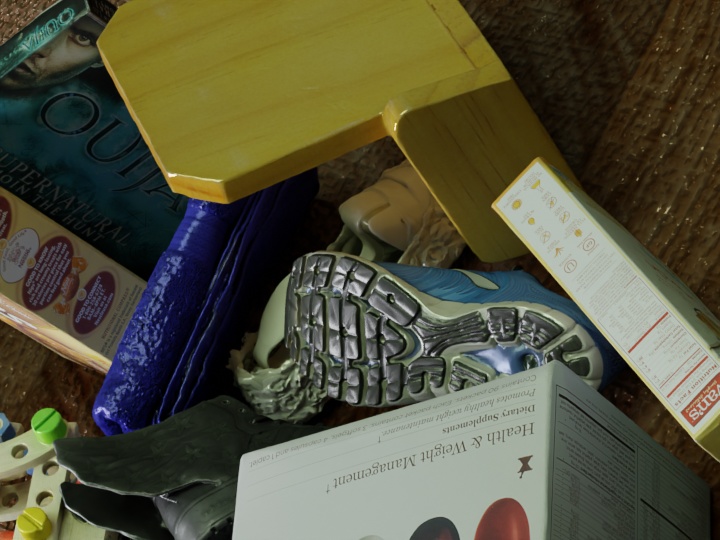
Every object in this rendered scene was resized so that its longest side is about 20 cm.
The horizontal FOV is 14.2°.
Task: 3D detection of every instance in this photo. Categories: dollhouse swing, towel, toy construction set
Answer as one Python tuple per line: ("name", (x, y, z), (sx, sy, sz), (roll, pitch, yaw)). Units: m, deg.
("dollhouse swing", (-0.009, -0.078, 1.534), (0.176, 0.182, 0.200), (-34, 44, 3))
("towel", (-0.079, 0.016, 1.607), (0.049, 0.148, 0.200), (23, 77, 12))
("toy construction set", (-0.198, 0.163, 1.635), (0.131, 0.092, 0.201), (-2, 67, 13))

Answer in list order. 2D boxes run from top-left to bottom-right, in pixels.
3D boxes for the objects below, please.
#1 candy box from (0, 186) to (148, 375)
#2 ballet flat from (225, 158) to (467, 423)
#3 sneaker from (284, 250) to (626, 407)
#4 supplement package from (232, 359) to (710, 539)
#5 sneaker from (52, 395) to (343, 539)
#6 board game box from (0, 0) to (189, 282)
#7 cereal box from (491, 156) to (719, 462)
("candy box", (-0.193, 0.001, 1.658), (0.115, 0.200, 0.055), (17, 76, 46))
("ballet flat", (0.000, 0.000, 1.586), (0.200, 0.072, 0.072), (-52, 42, 0))
("sneaker", (0.048, 0.035, 1.501), (0.200, 0.089, 0.079), (15, 103, 30))
("supplement package", (0.049, 0.181, 1.358), (0.191, 0.147, 0.201), (-19, 51, 32))
("sneaker", (-0.050, 0.097, 1.503), (0.199, 0.060, 0.104), (-21, 41, -20))
("board game box", (-0.143, -0.074, 1.662), (0.135, 0.200, 0.028), (-35, 48, 20))
("cereal box", (0.156, 0.041, 1.358), (0.040, 0.144, 0.200), (-46, 43, 7))
